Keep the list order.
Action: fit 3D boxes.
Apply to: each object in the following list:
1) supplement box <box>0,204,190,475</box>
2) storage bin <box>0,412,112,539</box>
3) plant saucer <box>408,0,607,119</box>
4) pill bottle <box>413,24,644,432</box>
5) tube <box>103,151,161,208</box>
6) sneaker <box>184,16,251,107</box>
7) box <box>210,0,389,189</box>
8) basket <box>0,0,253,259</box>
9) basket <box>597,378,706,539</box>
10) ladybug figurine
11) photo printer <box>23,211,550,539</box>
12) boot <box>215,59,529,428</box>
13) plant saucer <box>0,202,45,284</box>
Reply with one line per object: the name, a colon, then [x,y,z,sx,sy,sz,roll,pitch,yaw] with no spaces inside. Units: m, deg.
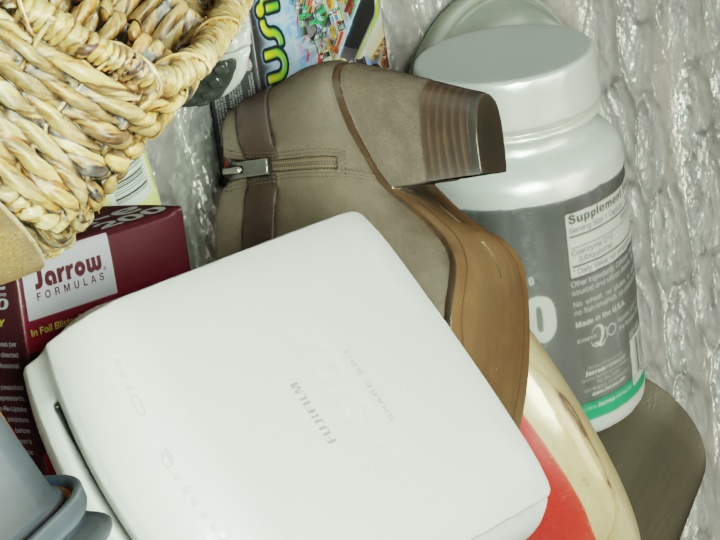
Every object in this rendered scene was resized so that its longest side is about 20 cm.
supplement box: [-0.115,0.081,1.091,0.109,0.061,0.201,-21,106,-50]
storage bin: [-0.205,0.068,0.952,0.145,0.199,0.135,-42,114,-38]
plant saucer: [0.096,-0.062,1.459,0.200,0.050,0.201,-3,94,-54]
pill bottle: [0.086,-0.020,1.349,0.113,0.113,0.201,-34,124,-47]
tube: [-0.135,-0.108,1.121,0.052,0.058,0.201,-25,120,-20]
sneaker: [-0.097,-0.167,1.186,0.081,0.075,0.201,-86,163,-52]
box: [-0.038,-0.149,1.290,0.110,0.035,0.201,-24,110,-50]
basket: [-0.147,-0.120,0.958,0.200,0.143,0.149,39,81,-6]
basket: [0.104,0.155,1.415,0.200,0.135,0.181,-56,137,-40]
ladybug figurine: [0.065,0.082,1.263,0.072,0.136,0.201,-33,97,-12]
photo printer: [-0.033,0.071,1.042,0.200,0.069,0.167,-21,73,-48]
boot: [0.000,0.000,1.206,0.070,0.146,0.201,14,73,-58]
plant saucer: [-0.208,-0.046,0.946,0.036,0.200,0.200,-55,134,-12]
